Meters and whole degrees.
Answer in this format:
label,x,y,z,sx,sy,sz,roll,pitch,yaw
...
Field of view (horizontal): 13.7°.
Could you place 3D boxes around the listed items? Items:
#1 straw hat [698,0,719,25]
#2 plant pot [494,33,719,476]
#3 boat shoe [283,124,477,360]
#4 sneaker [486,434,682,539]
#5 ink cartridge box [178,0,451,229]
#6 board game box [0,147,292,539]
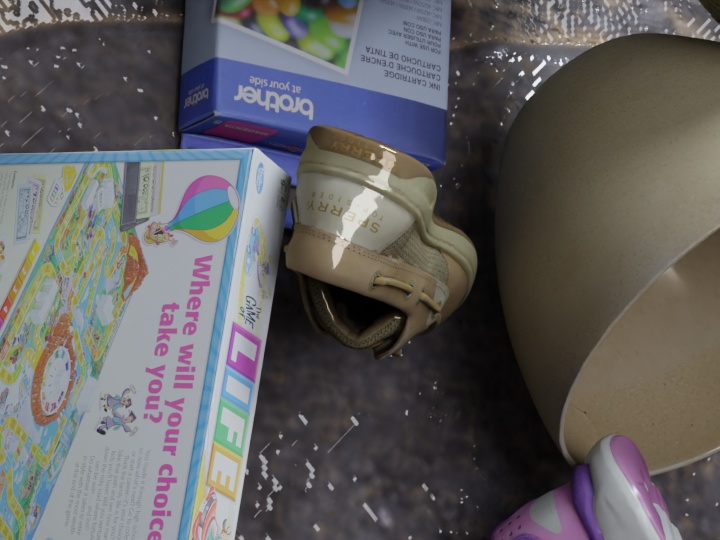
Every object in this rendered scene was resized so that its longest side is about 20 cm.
label,x,y,z,sx,sy,sz,roll,pitch,yaw
straw hat,0.106,-0.177,1.237,0.085,0.201,0.202,-17,89,-13
plant pot,0.136,-0.024,1.305,0.199,0.201,0.135,-13,54,-34
boat shoe,0.000,0.000,1.213,0.071,0.200,0.065,18,79,14
sneaker,0.115,0.166,1.304,0.088,0.081,0.201,-25,118,8
ink cartridge box,-0.017,-0.117,1.299,0.119,0.042,0.201,11,75,-30
board game box,-0.106,0.053,1.149,0.034,0.134,0.201,38,57,-58
